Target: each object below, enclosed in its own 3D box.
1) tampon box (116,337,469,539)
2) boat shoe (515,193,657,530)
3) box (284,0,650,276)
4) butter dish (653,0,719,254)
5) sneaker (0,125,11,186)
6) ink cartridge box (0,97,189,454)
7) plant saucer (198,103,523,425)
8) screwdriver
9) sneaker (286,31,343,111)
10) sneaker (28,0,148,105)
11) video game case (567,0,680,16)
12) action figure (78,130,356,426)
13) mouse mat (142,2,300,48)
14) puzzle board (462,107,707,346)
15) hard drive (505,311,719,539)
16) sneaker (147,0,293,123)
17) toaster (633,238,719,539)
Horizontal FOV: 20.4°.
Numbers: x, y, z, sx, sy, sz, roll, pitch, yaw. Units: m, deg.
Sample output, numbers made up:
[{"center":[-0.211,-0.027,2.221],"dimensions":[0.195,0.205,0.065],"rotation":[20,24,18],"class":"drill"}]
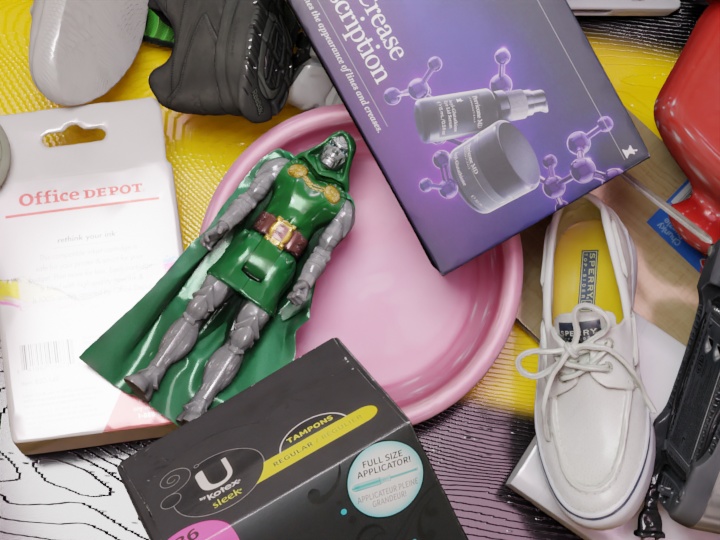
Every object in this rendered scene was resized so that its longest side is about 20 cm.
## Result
[{"center":[-0.017,0.172,1.118],"dimensions":[0.149,0.126,0.201],"rotation":[-30,117,-7],"class":"tampon box"},{"center":[0.132,0.045,1.167],"dimensions":[0.074,0.086,0.203],"rotation":[-4,65,19],"class":"boat shoe"},{"center":[0.056,-0.119,1.156],"dimensions":[0.141,0.079,0.201],"rotation":[-30,94,0],"class":"box"},{"center":[0.244,-0.075,1.212],"dimensions":[0.199,0.200,0.148],"rotation":[38,99,6],"class":"butter dish"},{"center":[-0.300,-0.118,1.194],"dimensions":[0.200,0.106,0.075],"rotation":[37,98,30],"class":"sneaker"},{"center":[-0.163,0.003,1.223],"dimensions":[0.116,0.068,0.201],"rotation":[-6,80,-5],"class":"ink cartridge box"},{"center":[0.000,0.000,1.229],"dimensions":[0.199,0.051,0.202],"rotation":[0,85,4],"class":"plant saucer"},{"center":[0.140,-0.069,1.222],"dimensions":[0.029,0.028,0.200],"rotation":[-39,56,-4],"class":"screwdriver"},{"center":[0.024,-0.175,1.274],"dimensions":[0.081,0.075,0.201],"rotation":[32,77,-14],"class":"sneaker"},{"center":[-0.182,-0.185,1.255],"dimensions":[0.088,0.075,0.201],"rotation":[-6,57,28],"class":"sneaker"},{"center":[0.106,-0.231,1.267],"dimensions":[0.199,0.018,0.144],"rotation":[-4,77,-29],"class":"video game case"},{"center":[-0.061,-0.001,1.174],"dimensions":[0.118,0.055,0.201],"rotation":[33,75,-3],"class":"action figure"},{"center":[-0.089,-0.233,1.286],"dimensions":[0.160,0.008,0.201],"rotation":[16,78,16],"class":"mouse mat"},{"center":[0.150,-0.019,1.267],"dimensions":[0.200,0.017,0.151],"rotation":[43,79,6],"class":"puzzle board"},{"center":[0.206,0.131,1.222],"dimensions":[0.199,0.027,0.132],"rotation":[34,79,-1],"class":"hard drive"},{"center":[-0.083,-0.185,1.226],"dimensions":[0.090,0.076,0.201],"rotation":[-1,63,22],"class":"sneaker"},{"center":[0.248,0.083,1.155],"dimensions":[0.128,0.114,0.201],"rotation":[15,99,-8],"class":"toaster"}]
